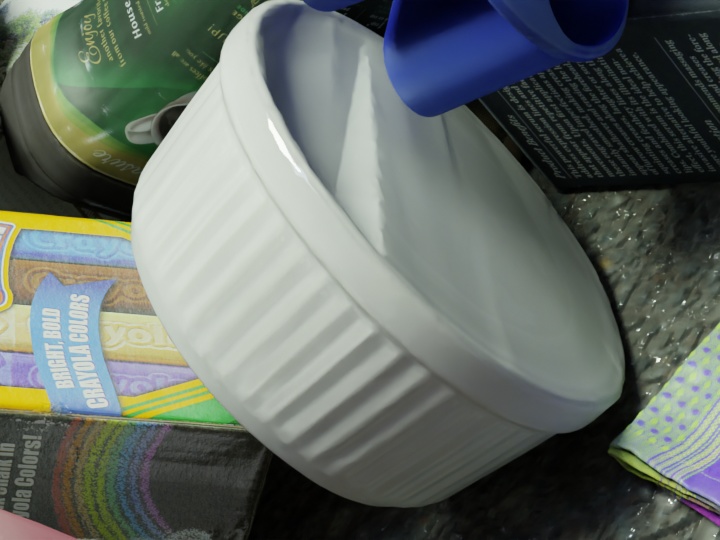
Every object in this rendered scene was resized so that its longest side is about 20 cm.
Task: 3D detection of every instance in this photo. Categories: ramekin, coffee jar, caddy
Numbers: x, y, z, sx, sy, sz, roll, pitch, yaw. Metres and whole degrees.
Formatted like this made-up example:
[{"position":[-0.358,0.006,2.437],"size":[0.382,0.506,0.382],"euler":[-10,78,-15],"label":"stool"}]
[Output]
[{"position":[0.000,0.000,1.129],"size":[0.094,0.202,0.203],"euler":[-41,33,21],"label":"ramekin"},{"position":[-0.061,-0.101,1.231],"size":[0.200,0.104,0.085],"euler":[-41,49,33],"label":"coffee jar"},{"position":[0.043,-0.156,1.107],"size":[0.105,0.141,0.200],"euler":[-24,40,29],"label":"caddy"}]

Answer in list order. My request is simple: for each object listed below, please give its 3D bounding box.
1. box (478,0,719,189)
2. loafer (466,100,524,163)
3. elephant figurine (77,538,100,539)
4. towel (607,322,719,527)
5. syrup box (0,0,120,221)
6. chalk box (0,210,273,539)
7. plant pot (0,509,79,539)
[{"position":[0.153,-0.124,1.180],"size":[0.200,0.107,0.149],"euler":[-1,53,43],"label":"box"},{"position":[-0.024,-0.036,1.291],"size":[0.200,0.067,0.076],"euler":[-31,36,15],"label":"loafer"},{"position":[-0.146,0.205,1.112],"size":[0.200,0.142,0.155],"euler":[-32,12,13],"label":"elephant figurine"},{"position":[0.187,0.045,1.044],"size":[0.144,0.023,0.200],"euler":[-49,36,-8],"label":"towel"},{"position":[-0.142,-0.065,1.340],"size":[0.079,0.081,0.200],"euler":[7,54,46],"label":"syrup box"},{"position":[-0.145,0.058,1.173],"size":[0.124,0.199,0.125],"euler":[-98,19,-50],"label":"chalk box"},{"position":[-0.089,0.193,0.926],"size":[0.200,0.179,0.200],"euler":[-43,33,38],"label":"plant pot"}]
